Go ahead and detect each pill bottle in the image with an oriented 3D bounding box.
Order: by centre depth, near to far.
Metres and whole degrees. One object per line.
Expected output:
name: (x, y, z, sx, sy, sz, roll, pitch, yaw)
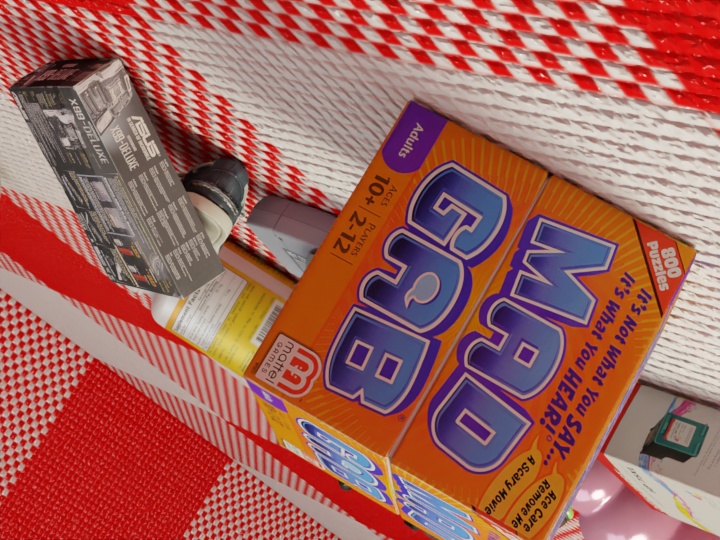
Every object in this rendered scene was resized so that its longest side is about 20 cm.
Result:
pill bottle: (-0.143, 0.028, 1.616, 0.199, 0.112, 0.111, 32, 167, -1)

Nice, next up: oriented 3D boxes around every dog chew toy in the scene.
dog chew toy: (0.249, 0.215, 1.389, 0.200, 0.125, 0.124, 42, 166, -8)

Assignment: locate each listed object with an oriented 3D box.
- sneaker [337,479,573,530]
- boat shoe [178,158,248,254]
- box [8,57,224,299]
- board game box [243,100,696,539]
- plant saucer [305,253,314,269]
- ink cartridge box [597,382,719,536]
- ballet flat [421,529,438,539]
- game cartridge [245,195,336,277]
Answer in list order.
sneaker: (0.073, 0.173, 1.262, 0.198, 0.085, 0.077, 15, 165, 14)
boat shoe: (-0.141, -0.057, 1.405, 0.075, 0.062, 0.200, 35, 165, -4)
box: (-0.207, -0.079, 1.333, 0.157, 0.050, 0.201, 9, 128, 58)
board game box: (0.070, 0.054, 1.010, 0.199, 0.201, 0.200, 28, 166, 12)
plant saucer: (0.012, 0.072, 1.314, 0.201, 0.039, 0.201, 46, 172, 8)
ink cartridge box: (0.259, 0.152, 1.228, 0.199, 0.068, 0.116, 17, 160, 50)
ballet flat: (0.129, 0.201, 1.435, 0.068, 0.068, 0.200, 39, 140, -9)
game cartridge: (0.000, 0.000, 1.349, 0.199, 0.041, 0.133, 24, 168, 32)
